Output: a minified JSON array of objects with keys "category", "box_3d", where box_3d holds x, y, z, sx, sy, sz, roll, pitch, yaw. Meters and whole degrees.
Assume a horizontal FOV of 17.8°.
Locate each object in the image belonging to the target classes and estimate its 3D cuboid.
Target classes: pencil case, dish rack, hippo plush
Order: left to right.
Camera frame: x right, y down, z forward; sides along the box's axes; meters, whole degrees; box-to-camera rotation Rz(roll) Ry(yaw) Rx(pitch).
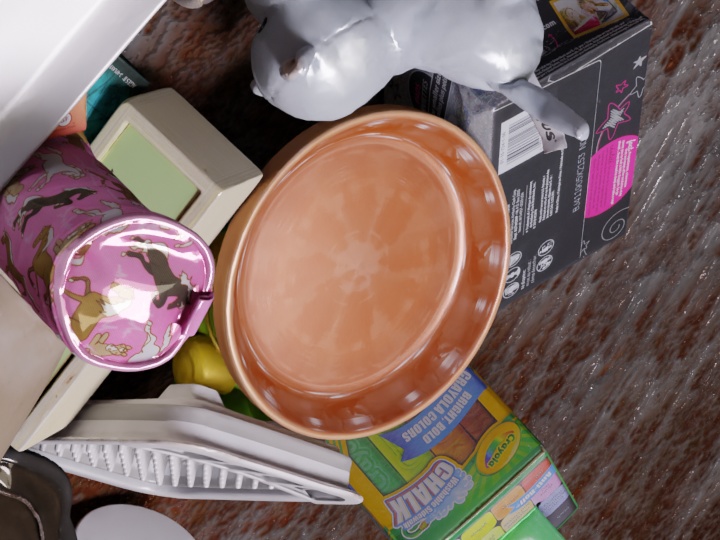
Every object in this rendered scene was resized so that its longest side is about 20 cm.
[{"category":"pencil case","box_3d":[-0.140,-0.021,1.121,0.086,0.200,0.083,-20,118,-17]},{"category":"dish rack","box_3d":[-0.112,0.104,1.397,0.171,0.199,0.044,22,71,-45]},{"category":"hippo plush","box_3d":[0.011,-0.140,1.280,0.159,0.202,0.159,-17,180,-6]}]

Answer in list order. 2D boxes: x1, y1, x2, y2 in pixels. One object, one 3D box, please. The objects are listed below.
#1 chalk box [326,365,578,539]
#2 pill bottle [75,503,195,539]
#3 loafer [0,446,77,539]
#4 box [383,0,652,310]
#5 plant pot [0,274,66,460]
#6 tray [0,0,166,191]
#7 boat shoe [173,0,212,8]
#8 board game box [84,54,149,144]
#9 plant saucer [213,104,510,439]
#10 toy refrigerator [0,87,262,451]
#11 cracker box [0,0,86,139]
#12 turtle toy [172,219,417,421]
[{"category":"chalk box","box_3d":[0.067,0.152,1.638,0.124,0.200,0.124,-41,150,-5]},{"category":"pill bottle","box_3d":[-0.178,0.264,1.564,0.115,0.116,0.201,-11,136,-44]},{"category":"loafer","box_3d":[-0.215,0.159,1.401,0.200,0.072,0.072,79,31,-61]},{"category":"box","box_3d":[0.092,-0.092,1.459,0.132,0.115,0.201,-29,145,-22]},{"category":"plant pot","box_3d":[-0.247,0.058,1.156,0.174,0.200,0.200,-44,150,-7]},{"category":"tray","box_3d":[-0.174,-0.098,1.050,0.200,0.022,0.107,-48,138,4]},{"category":"boat shoe","box_3d":[-0.058,-0.220,1.160,0.073,0.075,0.201,-18,142,-37]},{"category":"board game box","box_3d":[-0.205,-0.093,1.182,0.135,0.028,0.200,-47,150,2]},{"category":"plant saucer","box_3d":[0.000,0.000,1.346,0.199,0.032,0.202,-15,117,-31]},{"category":"toy refrigerator","box_3d":[-0.149,0.000,1.280,0.200,0.076,0.070,-50,173,21]},{"category":"cracker box","box_3d":[-0.195,-0.146,1.055,0.133,0.058,0.201,-17,130,-27]},{"category":"turtle toy","box_3d":[-0.060,0.023,1.420,0.145,0.101,0.201,-3,128,-34]}]
